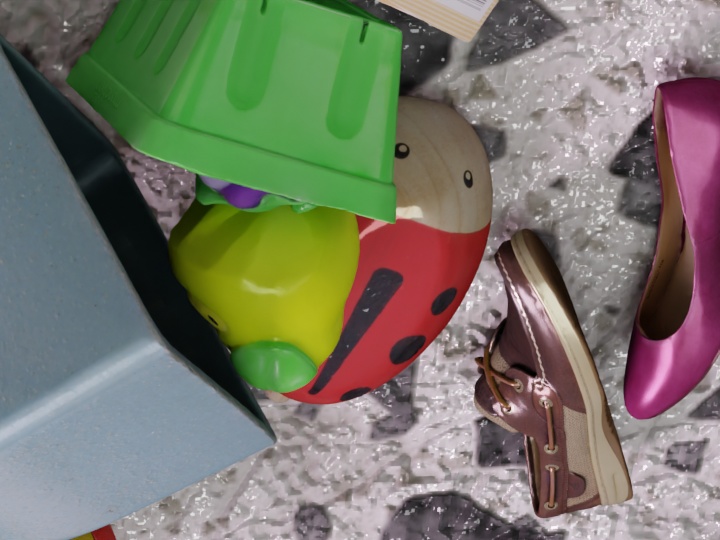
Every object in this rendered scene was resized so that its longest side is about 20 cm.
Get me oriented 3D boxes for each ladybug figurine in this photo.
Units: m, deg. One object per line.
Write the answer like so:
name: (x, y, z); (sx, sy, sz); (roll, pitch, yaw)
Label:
ladybug figurine: (0.000, 0.000, 1.584); (0.135, 0.072, 0.201); (16, 120, -21)

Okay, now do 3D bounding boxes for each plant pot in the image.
plant pot: (-0.191, 0.037, 1.442); (0.199, 0.197, 0.196); (-32, 158, 3)

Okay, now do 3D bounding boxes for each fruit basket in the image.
fruit basket: (-0.062, -0.047, 1.450); (0.155, 0.216, 0.216); (15, 121, -20)

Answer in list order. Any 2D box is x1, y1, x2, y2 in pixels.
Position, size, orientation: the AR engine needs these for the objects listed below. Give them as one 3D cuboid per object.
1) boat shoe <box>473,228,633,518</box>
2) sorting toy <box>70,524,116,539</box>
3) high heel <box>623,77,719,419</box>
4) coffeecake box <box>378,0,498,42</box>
boat shoe: (0.099, 0.065, 1.652); (0.072, 0.072, 0.201); (-19, 132, 2)
sorting toy: (-0.179, 0.181, 1.610); (0.069, 0.199, 0.201); (-15, 128, -19)
high heel: (0.164, -0.013, 1.607); (0.096, 0.067, 0.201); (12, 107, -29)
coffeecake box: (0.046, -0.228, 1.355); (0.073, 0.201, 0.154); (22, 119, -23)
